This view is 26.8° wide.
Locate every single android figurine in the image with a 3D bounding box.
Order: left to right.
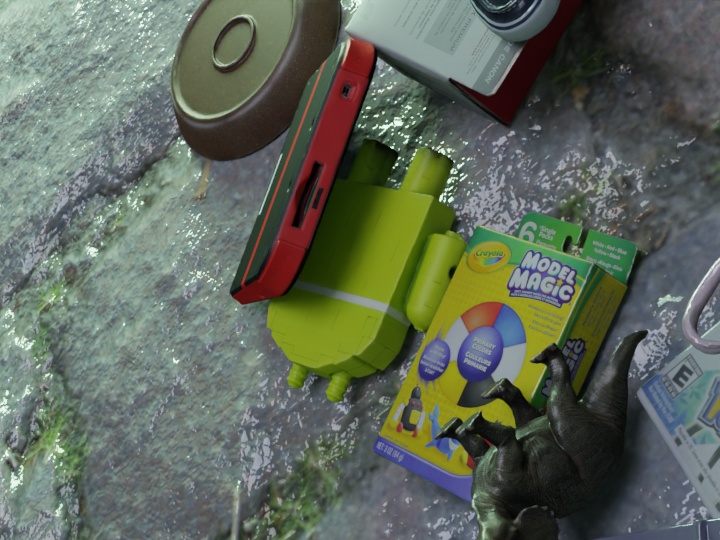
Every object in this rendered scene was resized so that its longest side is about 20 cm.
[{"bbox_3d":[0.000,0.000,1.137,0.181,0.041,0.201,11,76,45],"label":"android figurine"}]

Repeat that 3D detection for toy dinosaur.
[{"bbox_3d":[0.113,0.113,0.925,0.200,0.103,0.077,-38,1,-31],"label":"toy dinosaur"}]

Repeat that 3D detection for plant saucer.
[{"bbox_3d":[-0.104,-0.197,1.343,0.199,0.034,0.202,-22,54,35],"label":"plant saucer"}]

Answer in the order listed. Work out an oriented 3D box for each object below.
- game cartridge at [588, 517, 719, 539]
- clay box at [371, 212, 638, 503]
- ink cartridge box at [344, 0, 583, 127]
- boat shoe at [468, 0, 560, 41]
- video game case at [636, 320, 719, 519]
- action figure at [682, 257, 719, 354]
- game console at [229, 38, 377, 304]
[{"bbox_3d":[0.151,0.218,0.872,0.199,0.038,0.131,-21,52,44],"label":"game cartridge"},{"bbox_3d":[0.097,0.054,1.012,0.115,0.047,0.201,20,84,48],"label":"clay box"},{"bbox_3d":[0.111,-0.220,1.116,0.175,0.084,0.201,35,94,45],"label":"ink cartridge box"},{"bbox_3d":[0.075,-0.252,1.040,0.071,0.091,0.202,-30,53,26],"label":"boat shoe"},{"bbox_3d":[0.270,0.087,0.852,0.182,0.022,0.201,-43,46,18],"label":"video game case"},{"bbox_3d":[0.289,0.031,0.753,0.135,0.149,0.200,-60,30,-8],"label":"action figure"},{"bbox_3d":[-0.046,-0.072,1.165,0.177,0.031,0.201,155,136,-76],"label":"game console"}]
